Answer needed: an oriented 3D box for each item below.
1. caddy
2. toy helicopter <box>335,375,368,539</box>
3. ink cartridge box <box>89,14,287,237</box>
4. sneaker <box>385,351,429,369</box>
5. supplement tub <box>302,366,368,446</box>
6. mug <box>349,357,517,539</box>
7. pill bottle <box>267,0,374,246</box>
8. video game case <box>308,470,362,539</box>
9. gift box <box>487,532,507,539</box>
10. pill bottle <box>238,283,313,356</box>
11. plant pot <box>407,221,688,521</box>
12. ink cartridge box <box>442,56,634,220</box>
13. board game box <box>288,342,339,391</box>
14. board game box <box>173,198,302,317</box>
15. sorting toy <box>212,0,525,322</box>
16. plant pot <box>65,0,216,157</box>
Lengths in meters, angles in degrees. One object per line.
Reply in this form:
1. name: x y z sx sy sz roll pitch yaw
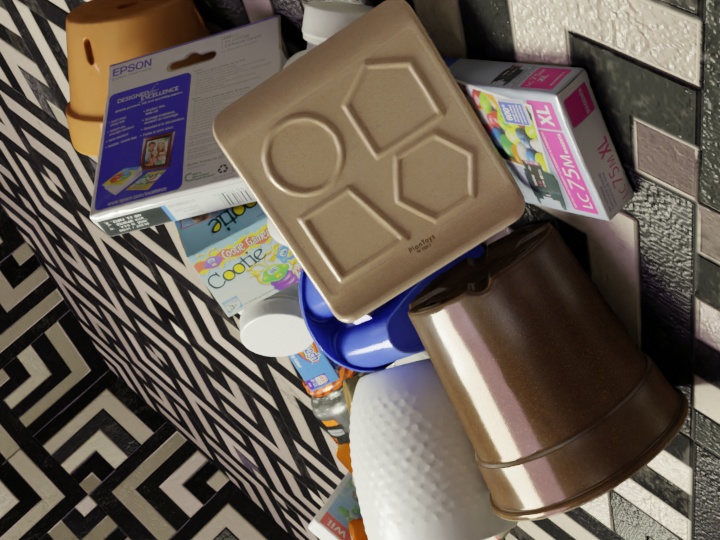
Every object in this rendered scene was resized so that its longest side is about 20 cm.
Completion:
1. caddy: 0.028 0.006 1.128 0.142 0.200 0.105 54 144 -11
2. toy helicopter: 0.011 0.213 1.265 0.132 0.078 0.202 -157 55 -83
3. ink cartridge box: -0.159 -0.141 1.120 0.043 0.196 0.202 58 -156 -52
4. sneaker: 0.054 0.144 1.482 0.075 0.088 0.201 43 160 17
5. supplement tub: 0.012 0.208 1.642 0.201 0.122 0.122 54 160 -17
6. mug: 0.085 0.176 1.143 0.148 0.198 0.177 140 116 -71
7. pill bottle: -0.018 -0.122 0.984 0.112 0.111 0.202 26 116 46
8. video game case: 0.031 0.294 1.348 0.143 0.018 0.200 39 -156 5
9. gift box: 0.121 0.211 1.318 0.200 0.187 0.185 40 159 19
10. pill bottle: -0.094 -0.011 1.284 0.109 0.107 0.202 76 -172 -54
11. plant pot: 0.152 0.079 1.018 0.199 0.199 0.200 58 160 -6
12. ink cartridge box: 0.120 -0.111 0.931 0.199 0.042 0.120 23 148 54
13. board game box: -0.083 0.033 1.477 0.153 0.045 0.201 59 -168 -31
14. board game box: -0.133 -0.073 1.159 0.201 0.104 0.103 65 -179 40
15. sorting toy: 0.008 -0.085 0.923 0.201 0.184 0.037 57 -172 -12
16. plant pot: -0.242 -0.229 1.277 0.199 0.199 0.141 24 134 49
